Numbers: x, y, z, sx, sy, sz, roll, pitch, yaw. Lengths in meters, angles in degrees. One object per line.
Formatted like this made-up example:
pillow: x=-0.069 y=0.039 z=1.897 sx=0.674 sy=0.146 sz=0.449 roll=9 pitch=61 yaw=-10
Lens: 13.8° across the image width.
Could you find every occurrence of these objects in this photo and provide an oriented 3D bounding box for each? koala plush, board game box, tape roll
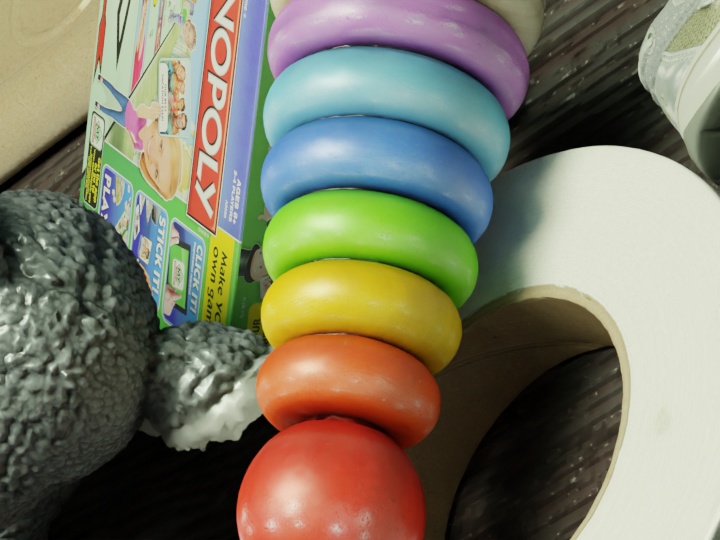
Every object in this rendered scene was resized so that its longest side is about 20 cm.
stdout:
koala plush: x=-0.129 y=0.033 z=0.962 sx=0.200 sy=0.177 sz=0.185 roll=-33 pitch=32 yaw=54
board game box: x=-0.052 y=-0.077 z=1.013 sx=0.134 sy=0.029 sz=0.201 roll=36 pitch=123 yaw=57
tape roll: x=0.049 y=0.060 z=0.855 sx=0.202 sy=0.037 sz=0.204 roll=-31 pitch=42 yaw=33

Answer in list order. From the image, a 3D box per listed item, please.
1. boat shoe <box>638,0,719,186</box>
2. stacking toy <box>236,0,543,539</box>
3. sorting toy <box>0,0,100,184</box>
boat shoe: x=0.152 y=-0.114 z=0.832 sx=0.202 sy=0.074 sz=0.065 roll=-54 pitch=38 yaw=18
stacking toy: x=0.000 y=0.000 z=0.865 sx=0.085 sy=0.085 sz=0.201 roll=-16 pitch=55 yaw=45
sorting toy: x=-0.141 y=-0.124 z=1.248 sx=0.185 sy=0.036 sz=0.201 roll=-33 pitch=45 yaw=32
